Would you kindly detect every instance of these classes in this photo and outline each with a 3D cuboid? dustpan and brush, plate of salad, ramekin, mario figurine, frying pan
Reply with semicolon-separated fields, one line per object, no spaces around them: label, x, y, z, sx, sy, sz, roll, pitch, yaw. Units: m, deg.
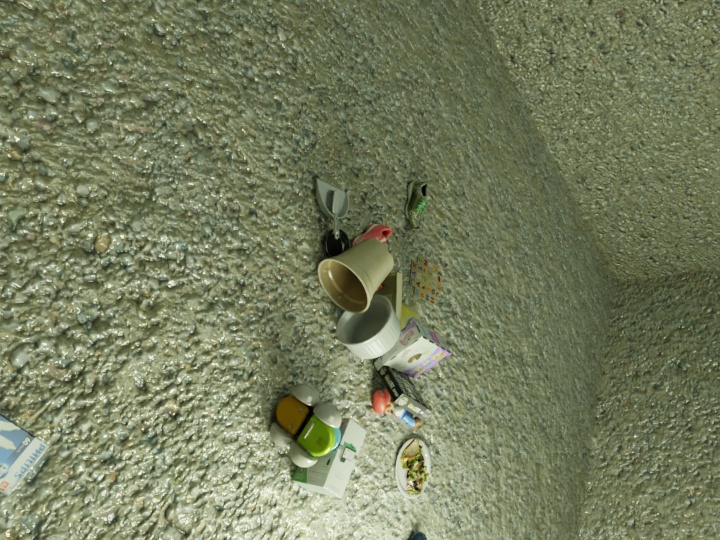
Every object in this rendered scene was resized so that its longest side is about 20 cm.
dustpan and brush;-0.086;-0.193;1.645;0.139;0.057;0.201;18;70;-43
plate of salad;0.195;0.695;1.785;0.199;0.048;0.202;12;74;-46
ramekin;0.031;0.181;1.606;0.098;0.199;0.201;54;49;-34
mario figurine;0.127;0.450;1.705;0.200;0.123;0.107;37;55;-30
frying pan;-0.055;-0.056;1.674;0.190;0.031;0.115;50;50;-32

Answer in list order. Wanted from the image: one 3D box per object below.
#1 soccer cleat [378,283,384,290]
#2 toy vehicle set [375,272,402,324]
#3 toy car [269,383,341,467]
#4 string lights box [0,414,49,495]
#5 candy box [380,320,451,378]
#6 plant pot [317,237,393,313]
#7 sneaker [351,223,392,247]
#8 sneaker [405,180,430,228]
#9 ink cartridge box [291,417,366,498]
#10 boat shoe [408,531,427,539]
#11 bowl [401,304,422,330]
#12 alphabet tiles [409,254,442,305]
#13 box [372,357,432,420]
soccer cleat;0.037;-0.005;1.739;0.201;0.085;0.069;-88;157;-44
toy vehicle set;0.084;0.114;1.721;0.026;0.124;0.202;15;72;-44
toy car;-0.134;0.424;1.392;0.176;0.199;0.150;-57;147;-2
string lights box;-0.689;0.306;0.917;0.200;0.059;0.103;51;49;-28
candy box;0.182;0.269;1.704;0.200;0.167;0.072;33;25;-45
plant pot;0.000;0.000;1.587;0.183;0.200;0.201;-42;113;-36
sneaker;0.040;-0.101;1.731;0.200;0.086;0.074;-50;129;-42
sneaker;0.229;-0.262;1.970;0.077;0.088;0.202;14;73;-44
ink cartridge box;-0.087;0.524;1.449;0.084;0.146;0.201;45;53;-30
boat shoe;0.168;0.963;1.679;0.069;0.084;0.201;58;44;-37
bowl;0.155;0.209;1.791;0.199;0.107;0.202;10;76;-44
alphabet tiles;0.260;0.038;2.007;0.199;0.006;0.168;26;64;-41
box;0.136;0.387;1.689;0.049;0.200;0.161;-47;125;8
